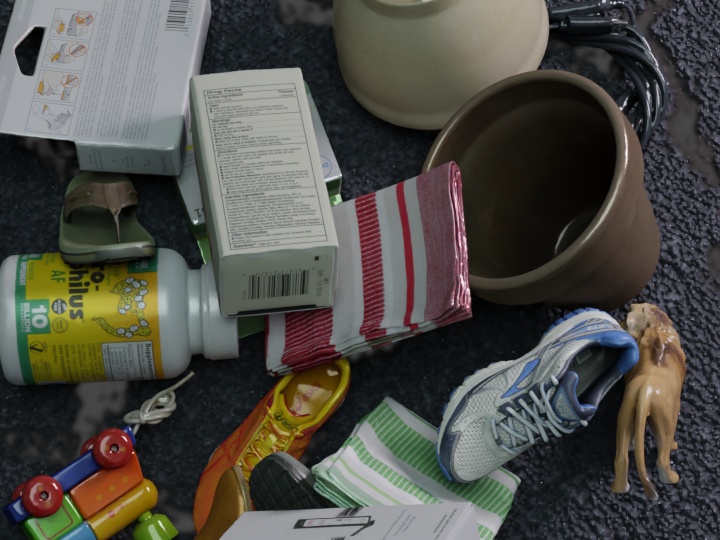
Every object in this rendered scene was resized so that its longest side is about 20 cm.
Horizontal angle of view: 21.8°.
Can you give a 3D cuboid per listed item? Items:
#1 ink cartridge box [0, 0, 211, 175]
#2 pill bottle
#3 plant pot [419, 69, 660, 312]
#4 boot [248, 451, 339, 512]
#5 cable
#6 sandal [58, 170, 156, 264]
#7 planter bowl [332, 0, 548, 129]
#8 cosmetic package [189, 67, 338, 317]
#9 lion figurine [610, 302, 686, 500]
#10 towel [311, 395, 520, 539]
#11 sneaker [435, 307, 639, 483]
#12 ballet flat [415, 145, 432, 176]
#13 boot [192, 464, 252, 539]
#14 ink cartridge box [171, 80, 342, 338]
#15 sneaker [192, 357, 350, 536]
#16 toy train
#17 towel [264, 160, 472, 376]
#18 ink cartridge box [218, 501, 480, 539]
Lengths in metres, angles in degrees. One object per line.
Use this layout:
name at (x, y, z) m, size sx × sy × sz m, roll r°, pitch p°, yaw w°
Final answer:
ink cartridge box at (-0.235, -0.181, 1.689) m, size 0.175 × 0.045 × 0.201 m, roll 5°, pitch 55°, yaw 3°
pill bottle at (-0.205, 0.038, 1.606) m, size 0.198 × 0.113 × 0.114 m, roll -2°, pitch 71°, yaw -2°
plant pot at (0.173, -0.047, 1.609) m, size 0.199 × 0.174 × 0.201 m, roll -15°, pitch 61°, yaw 29°
boot at (0.004, 0.201, 1.561) m, size 0.200 × 0.068 × 0.131 m, roll 45°, pitch 42°, yaw -6°
cable at (0.181, -0.166, 1.736) m, size 0.199 × 0.051 × 0.164 m, roll -11°, pitch 78°, yaw -7°
sandal at (-0.224, -0.055, 1.606) m, size 0.079 × 0.201 × 0.058 m, roll -7°, pitch 116°, yaw -13°
planter bowl at (0.060, -0.247, 1.677) m, size 0.199 × 0.135 × 0.201 m, roll -7°, pitch 60°, yaw 12°
cosmetic package at (-0.084, -0.068, 1.583) m, size 0.103 × 0.088 × 0.201 m, roll -5°, pitch 53°, yaw -8°
lion figurine at (0.245, 0.107, 1.585) m, size 0.072 × 0.200 × 0.123 m, roll 2°, pitch 105°, yaw 2°
towel at (0.050, 0.175, 1.546) m, size 0.152 × 0.200 × 0.023 m, roll 32°, pitch 110°, yaw 7°
sneaker at (0.147, 0.105, 1.545) m, size 0.200 × 0.085 × 0.077 m, roll -40°, pitch 113°, yaw -12°
ballet flat at (0.069, -0.051, 1.672) m, size 0.068 × 0.068 × 0.201 m, roll 28°, pitch 70°, yaw -2°
boot at (-0.160, 0.260, 1.528) m, size 0.143 × 0.071 × 0.203 m, roll 0°, pitch 97°, yaw -12°
ink cartridge box at (-0.083, -0.055, 1.681) m, size 0.145 × 0.048 × 0.201 m, roll -18°, pitch 71°, yaw -9°
sneaker at (-0.081, 0.145, 1.596) m, size 0.073 × 0.077 × 0.201 m, roll 32°, pitch 77°, yaw 7°
toy train at (-0.191, 0.186, 1.583) m, size 0.199 × 0.085 × 0.116 m, roll -33°, pitch 92°, yaw -20°
towel at (0.000, 0.000, 1.579) m, size 0.199 × 0.023 × 0.145 m, roll -19°, pitch 57°, yaw 26°
ink cartridge box at (-0.004, 0.263, 1.437) m, size 0.199 × 0.084 × 0.147 m, roll -6°, pitch 106°, yaw 22°
